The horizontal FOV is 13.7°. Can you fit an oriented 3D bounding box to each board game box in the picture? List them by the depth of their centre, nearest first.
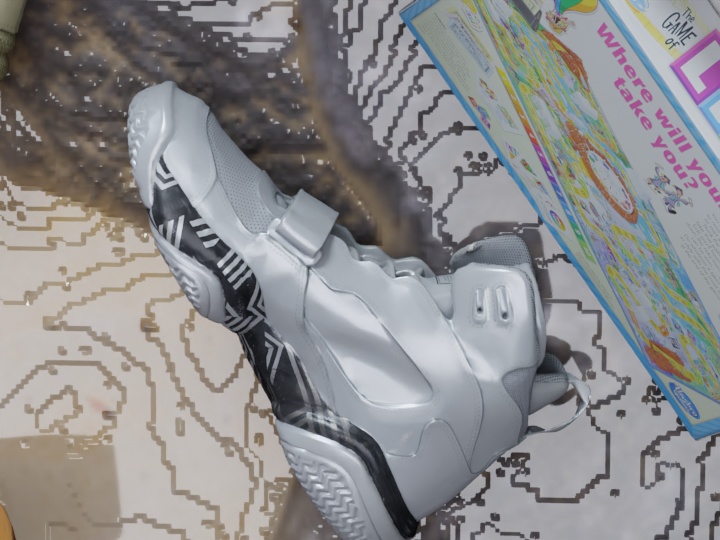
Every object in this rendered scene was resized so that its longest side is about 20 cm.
[{"bbox_3d":[0.107,-0.038,1.081,0.034,0.134,0.200,-37,94,-24],"label":"board game box"}]

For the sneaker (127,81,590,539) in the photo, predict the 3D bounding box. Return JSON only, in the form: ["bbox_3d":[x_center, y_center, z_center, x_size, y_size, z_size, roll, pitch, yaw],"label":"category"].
[{"bbox_3d":[0.000,0.000,1.126,0.115,0.075,0.201,-29,100,8],"label":"sneaker"}]

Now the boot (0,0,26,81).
[{"bbox_3d":[-0.199,-0.162,1.119,0.199,0.073,0.156,24,97,-4],"label":"boot"}]

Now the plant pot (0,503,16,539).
[{"bbox_3d":[-0.208,0.184,1.119,0.199,0.200,0.141,-11,113,6],"label":"plant pot"}]
